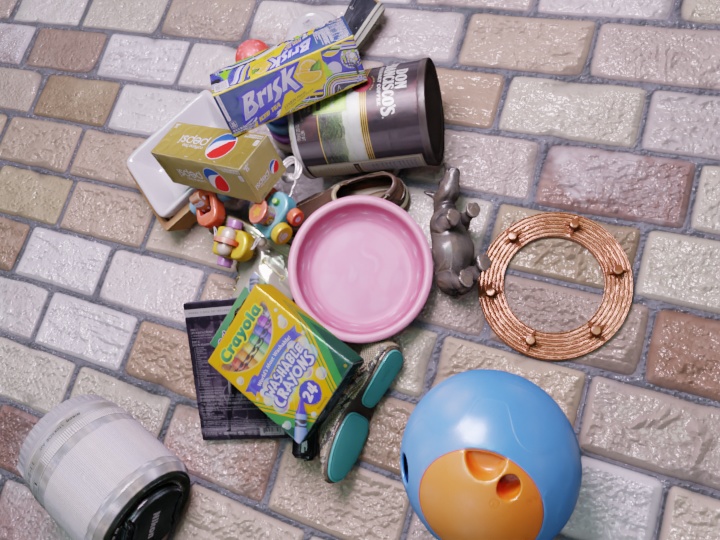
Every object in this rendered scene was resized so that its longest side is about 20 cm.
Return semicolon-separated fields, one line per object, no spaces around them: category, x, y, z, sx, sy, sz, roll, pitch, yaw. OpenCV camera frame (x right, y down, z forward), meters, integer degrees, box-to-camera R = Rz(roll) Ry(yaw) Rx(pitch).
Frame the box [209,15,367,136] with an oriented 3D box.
box;-0.097;-0.258;0.844;0.197;0.070;0.065;-22;45;3

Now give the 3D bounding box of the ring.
ring;0.253;0.016;0.833;0.197;0.019;0.204;-6;71;17

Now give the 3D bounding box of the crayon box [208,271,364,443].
crayon box;-0.110;0.109;0.826;0.199;0.051;0.127;37;100;17

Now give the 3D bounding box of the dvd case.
dvd case;-0.171;0.139;0.896;0.146;0.016;0.203;-6;96;17

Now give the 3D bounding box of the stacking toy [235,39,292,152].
stacking toy;-0.126;-0.265;0.944;0.084;0.200;0.087;-6;64;13

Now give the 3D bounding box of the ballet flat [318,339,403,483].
ballet flat;-0.012;0.181;0.853;0.075;0.068;0.202;15;72;44

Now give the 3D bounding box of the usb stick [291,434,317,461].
usb stick;-0.070;0.159;0.879;0.032;0.055;0.203;8;73;-12

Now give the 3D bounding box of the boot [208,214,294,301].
boot;-0.176;0.013;0.951;0.198;0.072;0.156;25;85;23

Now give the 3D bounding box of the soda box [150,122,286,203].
soda box;-0.204;-0.155;0.894;0.198;0.064;0.068;15;60;36

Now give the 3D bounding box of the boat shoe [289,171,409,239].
boat shoe;-0.031;-0.102;0.934;0.200;0.075;0.076;-18;68;13

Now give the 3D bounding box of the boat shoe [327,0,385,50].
boat shoe;-0.036;-0.361;1.012;0.062;0.075;0.201;35;80;-5

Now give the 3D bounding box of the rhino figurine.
rhino figurine;0.125;-0.058;0.867;0.059;0.088;0.203;0;69;-17

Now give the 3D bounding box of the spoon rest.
spoon rest;-0.117;-0.369;1.065;0.199;0.061;0.100;-35;67;-9

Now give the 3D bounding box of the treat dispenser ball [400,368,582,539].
treat dispenser ball;0.143;0.214;0.708;0.198;0.201;0.204;-5;72;17

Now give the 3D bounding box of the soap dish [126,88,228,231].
soap dish;-0.269;-0.177;1.034;0.200;0.081;0.158;-41;65;3

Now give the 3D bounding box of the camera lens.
camera lens;-0.347;0.287;0.871;0.199;0.160;0.161;31;85;24

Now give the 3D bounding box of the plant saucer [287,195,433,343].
plant saucer;0.000;0.000;0.877;0.197;0.051;0.204;0;79;1

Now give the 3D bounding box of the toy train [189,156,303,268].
toy train;-0.173;-0.090;0.900;0.198;0.055;0.153;-17;71;27

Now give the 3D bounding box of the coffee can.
coffee can;0.012;-0.215;0.916;0.197;0.146;0.149;-4;72;18
